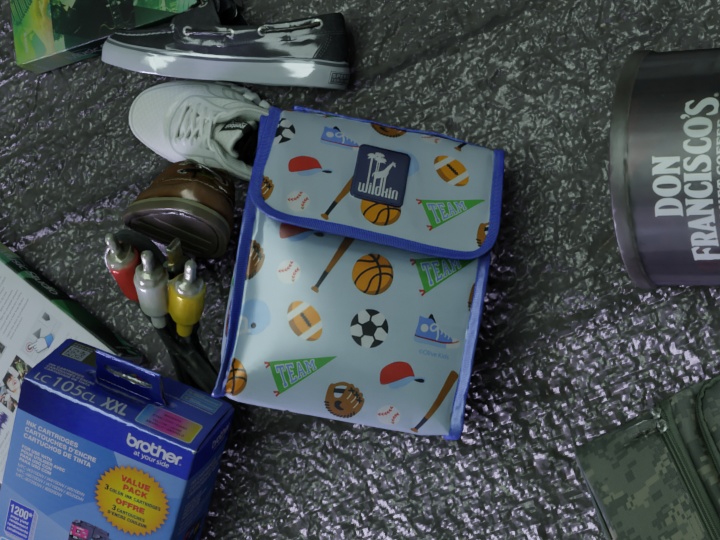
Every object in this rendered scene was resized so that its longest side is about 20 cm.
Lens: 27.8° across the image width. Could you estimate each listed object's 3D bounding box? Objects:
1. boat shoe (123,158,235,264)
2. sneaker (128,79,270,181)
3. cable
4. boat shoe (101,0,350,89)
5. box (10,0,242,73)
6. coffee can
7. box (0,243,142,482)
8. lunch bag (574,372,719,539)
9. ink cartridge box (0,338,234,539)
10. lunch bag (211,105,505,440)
[{"bbox_3d":[-0.124,-0.048,1.027,0.072,0.200,0.068,26,77,-13],"label":"boat shoe"},{"bbox_3d":[-0.097,-0.101,1.074,0.200,0.081,0.075,18,94,28],"label":"sneaker"},{"bbox_3d":[-0.137,0.047,1.023,0.097,0.050,0.200,21,138,26],"label":"cable"},{"bbox_3d":[-0.101,-0.174,1.084,0.200,0.070,0.066,9,99,24],"label":"boat shoe"},{"bbox_3d":[-0.194,-0.252,1.164,0.200,0.036,0.144,-14,78,25],"label":"box"},{"bbox_3d":[0.262,-0.063,0.854,0.200,0.146,0.147,-1,83,26],"label":"coffee can"},{"bbox_3d":[-0.282,0.074,1.161,0.200,0.036,0.144,35,100,24],"label":"box"},{"bbox_3d":[0.235,0.152,0.824,0.168,0.139,0.200,-28,42,12],"label":"lunch bag"},{"bbox_3d":[-0.176,0.140,1.031,0.136,0.076,0.200,21,114,9],"label":"ink cartridge box"},{"bbox_3d":[0.000,0.000,0.965,0.170,0.124,0.200,11,85,-3],"label":"lunch bag"}]
